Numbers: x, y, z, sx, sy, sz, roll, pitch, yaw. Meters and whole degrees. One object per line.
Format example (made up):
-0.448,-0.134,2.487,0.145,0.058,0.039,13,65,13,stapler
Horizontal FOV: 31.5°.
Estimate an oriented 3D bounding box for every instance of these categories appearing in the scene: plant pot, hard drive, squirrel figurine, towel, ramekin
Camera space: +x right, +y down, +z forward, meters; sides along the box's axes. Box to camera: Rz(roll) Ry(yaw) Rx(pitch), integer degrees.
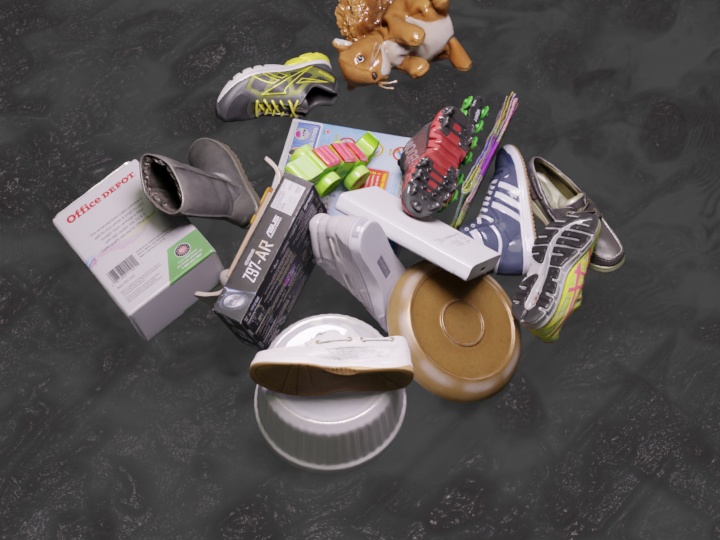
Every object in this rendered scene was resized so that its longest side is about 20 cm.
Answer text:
0.128,0.071,1.656,0.198,0.027,0.202,11,63,-22,plant pot
0.077,-0.051,1.680,0.199,0.027,0.132,30,18,16,hard drive
0.038,-0.355,1.959,0.186,0.142,0.200,-33,47,-9,squirrel figurine
0.166,-0.140,1.784,0.023,0.144,0.201,26,61,4,towel
-0.039,0.146,1.614,0.200,0.095,0.204,0,55,0,ramekin

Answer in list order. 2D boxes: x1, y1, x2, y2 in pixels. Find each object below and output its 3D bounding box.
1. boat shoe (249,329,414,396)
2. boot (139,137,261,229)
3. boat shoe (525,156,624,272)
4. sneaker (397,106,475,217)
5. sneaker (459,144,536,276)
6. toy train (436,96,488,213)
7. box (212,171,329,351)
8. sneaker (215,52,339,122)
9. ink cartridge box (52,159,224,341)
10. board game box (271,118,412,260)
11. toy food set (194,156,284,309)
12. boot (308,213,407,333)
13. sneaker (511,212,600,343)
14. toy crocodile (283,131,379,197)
-0.036,0.106,1.546,0.198,0.071,0.070,2,54,-9,boat shoe
-0.235,-0.129,1.749,0.182,0.073,0.199,47,24,28,boot
0.294,-0.081,1.789,0.071,0.066,0.201,-30,60,-20,boat shoe
0.091,-0.136,1.744,0.071,0.098,0.201,40,47,-17,sneaker
0.181,-0.084,1.779,0.107,0.070,0.202,-4,66,-3,sneaker
0.138,-0.170,1.854,0.042,0.056,0.201,29,58,-13,toy train
-0.107,-0.006,1.647,0.043,0.160,0.201,24,78,15,box
-0.120,-0.263,1.909,0.199,0.075,0.085,-25,59,-16,sneaker
-0.299,-0.029,1.730,0.144,0.084,0.200,-38,63,-11,ink cartridge box
-0.025,-0.111,1.815,0.194,0.056,0.201,11,56,7,board game box
-0.145,-0.040,1.673,0.060,0.144,0.201,23,83,15,toy food set
0.000,0.000,1.672,0.095,0.201,0.074,14,52,35,boot
0.270,0.010,1.715,0.078,0.090,0.201,12,60,42,sneaker
-0.036,-0.147,1.729,0.068,0.062,0.199,48,30,14,toy crocodile
